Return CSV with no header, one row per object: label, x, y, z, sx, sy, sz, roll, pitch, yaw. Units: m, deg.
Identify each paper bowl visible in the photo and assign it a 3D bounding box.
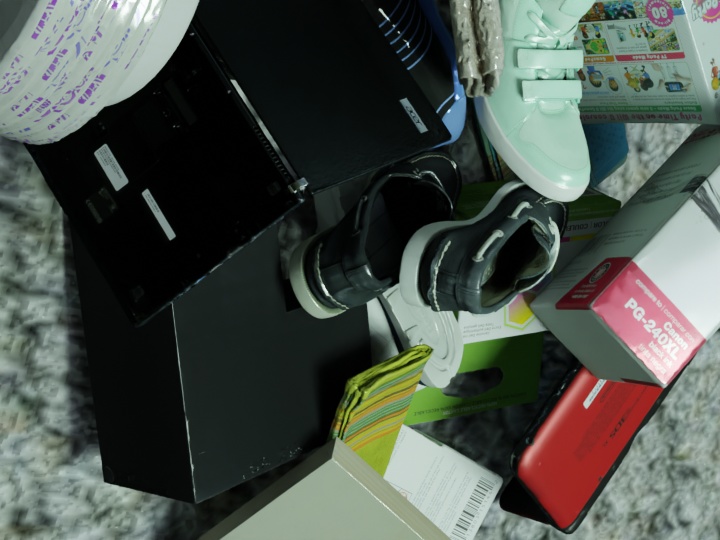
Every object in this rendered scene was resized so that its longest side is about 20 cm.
paper bowl,-0.155,-0.165,0.747,0.104,0.200,0.202,18,94,-42

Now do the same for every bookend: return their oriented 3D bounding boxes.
bookend,-0.082,0.024,0.961,0.198,0.092,0.202,-19,108,-47

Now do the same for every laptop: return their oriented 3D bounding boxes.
laptop,-0.083,-0.095,0.852,0.199,0.178,0.103,-36,168,14

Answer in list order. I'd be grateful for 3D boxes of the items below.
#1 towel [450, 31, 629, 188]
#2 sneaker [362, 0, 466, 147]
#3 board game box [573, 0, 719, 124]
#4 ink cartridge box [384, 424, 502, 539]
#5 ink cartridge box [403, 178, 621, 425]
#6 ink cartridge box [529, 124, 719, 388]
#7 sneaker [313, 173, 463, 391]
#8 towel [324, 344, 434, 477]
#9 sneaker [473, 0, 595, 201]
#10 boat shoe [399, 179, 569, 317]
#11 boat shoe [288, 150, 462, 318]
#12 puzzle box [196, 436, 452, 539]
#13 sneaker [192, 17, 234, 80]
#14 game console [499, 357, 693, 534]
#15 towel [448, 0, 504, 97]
towel,0.148,-0.137,1.151,0.146,0.022,0.201,-39,126,-24
sneaker,0.015,-0.170,0.992,0.078,0.070,0.202,-28,116,-28
board game box,0.190,-0.207,1.047,0.064,0.147,0.201,-39,119,-32
ink cartridge box,0.011,0.222,1.149,0.176,0.045,0.201,34,82,-44
ink cartridge box,0.115,0.035,1.132,0.147,0.076,0.202,-7,113,-30
ink cartridge box,0.233,-0.018,1.037,0.083,0.145,0.200,45,82,-5
sneaker,0.000,0.000,1.039,0.076,0.080,0.201,-33,106,-46
towel,-0.002,0.144,1.013,0.086,0.018,0.201,-22,139,-45
sneaker,0.133,-0.156,0.992,0.073,0.118,0.202,-9,76,-38
boat shoe,0.101,-0.011,0.977,0.200,0.060,0.076,-30,127,-50
boat shoe,0.030,-0.035,0.971,0.199,0.066,0.075,-34,101,-50
puzzle box,-0.041,0.212,1.002,0.200,0.025,0.133,-38,110,26
sneaker,-0.042,-0.149,0.946,0.199,0.076,0.091,27,82,-46
game console,0.176,0.102,1.192,0.201,0.118,0.173,-53,135,-13
towel,0.068,-0.213,0.921,0.034,0.133,0.202,-7,93,4
